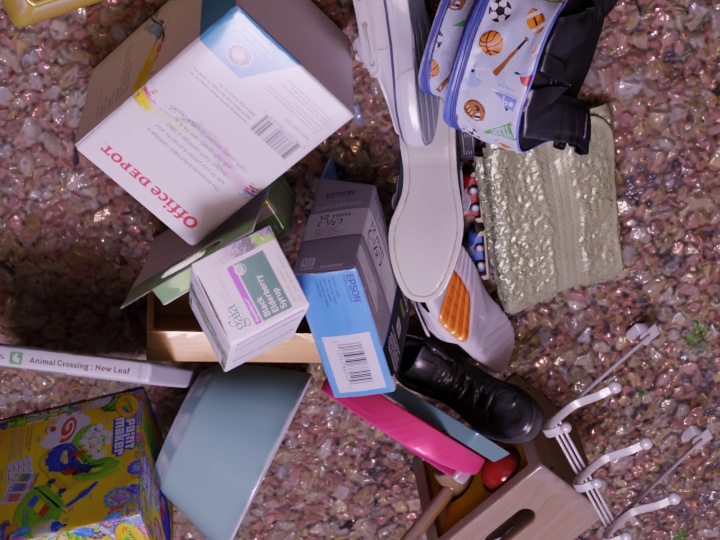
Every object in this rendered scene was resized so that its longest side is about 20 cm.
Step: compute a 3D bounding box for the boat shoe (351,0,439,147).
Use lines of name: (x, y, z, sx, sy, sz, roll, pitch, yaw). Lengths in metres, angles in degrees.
boat shoe: (0.026, -0.210, 1.507, 0.067, 0.074, 0.201, -3, 98, 23)

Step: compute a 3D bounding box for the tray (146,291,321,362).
tray: (-0.111, 0.055, 1.652, 0.199, 0.099, 0.037, 2, 114, -8)

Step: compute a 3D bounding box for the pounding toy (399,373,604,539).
pounding toy: (0.124, 0.236, 1.745, 0.200, 0.184, 0.142, -42, 117, 19)

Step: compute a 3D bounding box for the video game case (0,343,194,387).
video game case: (-0.266, 0.090, 1.595, 0.181, 0.200, 0.022, 6, 86, 6)

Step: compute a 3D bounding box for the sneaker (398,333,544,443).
sneaker: (0.084, 0.110, 1.679, 0.104, 0.200, 0.060, 27, 92, -48)

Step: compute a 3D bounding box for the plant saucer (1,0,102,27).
plant saucer: (-0.245, -0.315, 1.435, 0.199, 0.049, 0.200, -18, 122, 5)

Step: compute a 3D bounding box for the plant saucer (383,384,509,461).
plant saucer: (0.058, 0.135, 1.669, 0.019, 0.200, 0.070, -58, 140, -2)

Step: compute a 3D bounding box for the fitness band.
fitness band: (0.040, 0.156, 1.687, 0.144, 0.200, 0.037, 34, 86, -37)

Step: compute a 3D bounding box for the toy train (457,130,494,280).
toy train: (0.114, -0.074, 1.637, 0.046, 0.034, 0.201, -8, 123, 1)

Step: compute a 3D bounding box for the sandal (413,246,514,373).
sandal: (0.090, 0.041, 1.673, 0.059, 0.079, 0.207, 6, 149, 33)

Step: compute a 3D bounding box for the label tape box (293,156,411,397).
label tape box: (0.000, 0.000, 1.567, 0.066, 0.200, 0.144, -7, 124, 17)

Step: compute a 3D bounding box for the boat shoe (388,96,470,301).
boat shoe: (0.063, -0.072, 1.570, 0.075, 0.062, 0.201, -4, 91, 12)

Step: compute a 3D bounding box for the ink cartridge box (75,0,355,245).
ink cartridge box: (-0.128, -0.158, 1.481, 0.200, 0.146, 0.147, -37, 119, 22)

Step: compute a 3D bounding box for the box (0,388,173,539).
box: (-0.296, 0.243, 1.692, 0.192, 0.200, 0.122, -13, 123, 3)

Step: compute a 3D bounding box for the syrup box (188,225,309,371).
syrup box: (-0.103, 0.029, 1.503, 0.081, 0.200, 0.079, -27, 84, -11)

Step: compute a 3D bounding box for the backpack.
backpack: (0.139, -0.196, 1.463, 0.154, 0.191, 0.201, 15, 109, 11)

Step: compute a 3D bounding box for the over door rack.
over door rack: (0.282, 0.161, 1.695, 0.067, 0.200, 0.148, -12, 112, 48)

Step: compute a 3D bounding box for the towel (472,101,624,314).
towel: (0.187, -0.058, 1.632, 0.148, 0.036, 0.201, -19, 124, -14)

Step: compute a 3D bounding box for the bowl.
bowl: (-0.137, 0.174, 1.690, 0.105, 0.201, 0.201, 25, 118, 1)

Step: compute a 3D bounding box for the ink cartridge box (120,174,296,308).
ink cartridge box: (-0.136, -0.019, 1.544, 0.145, 0.200, 0.048, -30, 108, 12)
